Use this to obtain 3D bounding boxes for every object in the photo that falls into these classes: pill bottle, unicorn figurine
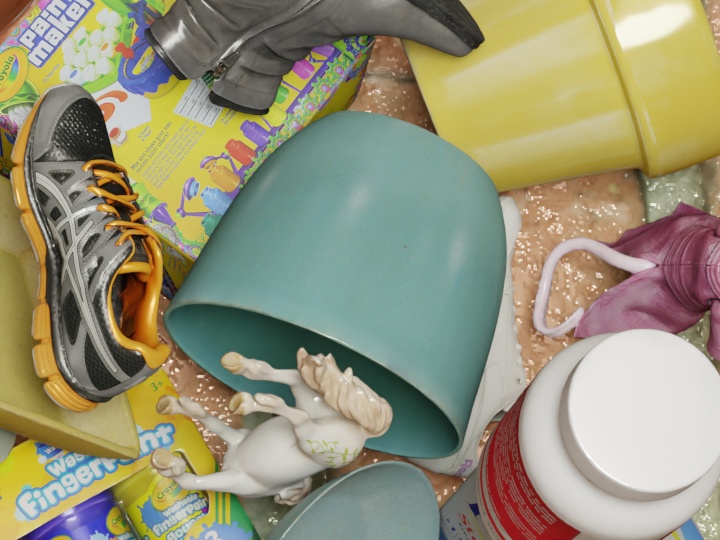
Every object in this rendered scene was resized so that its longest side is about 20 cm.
[{"bbox_3d":[0.132,0.099,1.206,0.112,0.200,0.113,2,72,-7],"label":"pill bottle"},{"bbox_3d":[-0.057,0.105,1.359,0.137,0.200,0.074,24,68,-35],"label":"unicorn figurine"}]

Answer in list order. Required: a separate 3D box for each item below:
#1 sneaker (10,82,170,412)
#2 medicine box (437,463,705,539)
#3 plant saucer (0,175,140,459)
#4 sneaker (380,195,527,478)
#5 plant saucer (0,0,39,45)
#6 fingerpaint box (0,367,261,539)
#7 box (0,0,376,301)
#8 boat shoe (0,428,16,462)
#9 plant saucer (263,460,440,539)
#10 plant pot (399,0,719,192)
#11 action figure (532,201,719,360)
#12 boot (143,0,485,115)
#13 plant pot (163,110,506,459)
[{"bbox_3d":[-0.157,-0.018,1.348,0.077,0.078,0.201,-15,80,33],"label":"sneaker"},{"bbox_3d":[0.142,0.194,1.389,0.103,0.200,0.183,-27,78,-15],"label":"medicine box"},{"bbox_3d":[-0.236,0.021,1.370,0.048,0.200,0.201,-34,55,21],"label":"plant saucer"},{"bbox_3d":[0.074,0.047,1.506,0.099,0.075,0.201,29,71,-18],"label":"sneaker"},{"bbox_3d":[-0.257,-0.209,1.471,0.200,0.201,0.032,-39,56,-17],"label":"plant saucer"},{"bbox_3d":[-0.173,0.185,1.417,0.199,0.073,0.167,-28,79,-15],"label":"fingerpaint box"},{"bbox_3d":[-0.128,-0.118,1.491,0.192,0.122,0.200,37,72,4],"label":"box"},{"bbox_3d":[-0.270,0.052,1.430,0.071,0.070,0.201,-26,51,13],"label":"boat shoe"},{"bbox_3d":[-0.028,0.202,1.387,0.039,0.201,0.201,27,68,34],"label":"plant saucer"},{"bbox_3d":[0.133,-0.141,1.508,0.188,0.201,0.202,-22,76,3],"label":"plant pot"},{"bbox_3d":[0.223,-0.009,1.460,0.148,0.200,0.135,10,83,-19],"label":"action figure"},{"bbox_3d":[-0.030,-0.152,1.407,0.199,0.070,0.132,25,112,-27],"label":"boot"},{"bbox_3d":[0.000,0.000,1.382,0.200,0.201,0.162,24,70,0],"label":"plant pot"}]
